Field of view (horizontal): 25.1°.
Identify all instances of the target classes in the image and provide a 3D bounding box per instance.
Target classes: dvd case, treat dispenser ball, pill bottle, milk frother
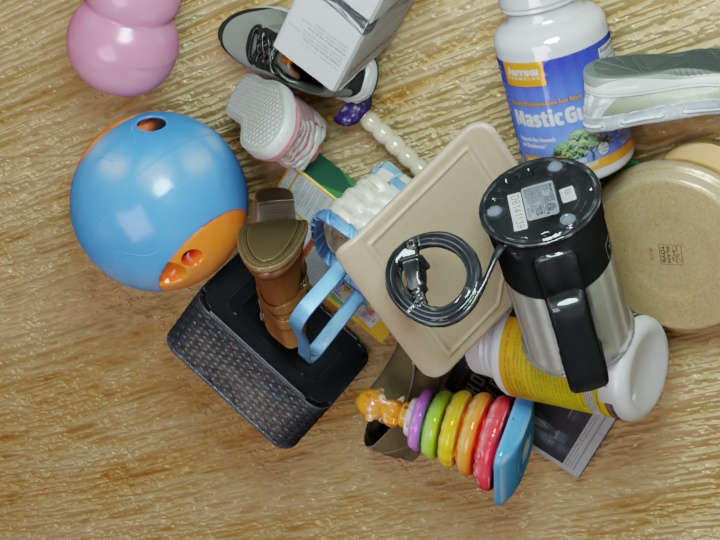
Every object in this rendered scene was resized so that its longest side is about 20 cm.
[{"bbox_3d":[0.192,0.125,1.807,0.199,0.025,0.151,32,129,9],"label":"dvd case"},{"bbox_3d":[-0.225,-0.077,1.812,0.200,0.201,0.202,15,125,22],"label":"treat dispenser ball"},{"bbox_3d":[0.211,0.086,1.682,0.199,0.109,0.110,10,123,36],"label":"pill bottle"},{"bbox_3d":[0.145,0.022,1.546,0.199,0.181,0.189,-3,135,21],"label":"milk frother"},{"bbox_3d":[0.191,-0.192,1.556,0.111,0.112,0.201,-2,117,31],"label":"pill bottle"}]

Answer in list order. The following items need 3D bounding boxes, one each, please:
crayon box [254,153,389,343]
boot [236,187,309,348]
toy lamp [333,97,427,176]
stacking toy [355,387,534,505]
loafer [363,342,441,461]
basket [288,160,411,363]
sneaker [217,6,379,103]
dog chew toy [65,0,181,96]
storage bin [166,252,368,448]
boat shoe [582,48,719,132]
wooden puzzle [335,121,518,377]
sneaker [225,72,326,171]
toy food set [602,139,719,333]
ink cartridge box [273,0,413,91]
[{"bbox_3d":[-0.017,-0.028,1.818,0.200,0.052,0.126,39,130,5],"label":"crayon box"},{"bbox_3d":[-0.091,0.015,1.733,0.076,0.200,0.156,-6,112,-5],"label":"boot"},{"bbox_3d":[0.061,-0.111,1.718,0.200,0.058,0.058,42,130,0],"label":"toy lamp"},{"bbox_3d":[0.088,0.171,1.782,0.199,0.117,0.110,14,145,15],"label":"stacking toy"},{"bbox_3d":[0.045,0.143,1.860,0.067,0.076,0.201,-5,126,-16],"label":"loafer"},{"bbox_3d":[0.000,0.000,1.669,0.139,0.200,0.176,42,170,10],"label":"basket"},{"bbox_3d":[-0.076,-0.230,1.692,0.199,0.079,0.074,23,109,33],"label":"sneaker"},{"bbox_3d":[-0.249,-0.293,1.753,0.124,0.124,0.201,24,120,15],"label":"dog chew toy"},{"bbox_3d":[-0.107,0.089,1.886,0.200,0.135,0.094,41,130,2],"label":"storage bin"},{"bbox_3d":[0.305,-0.163,1.498,0.200,0.075,0.065,-3,119,-3],"label":"boat shoe"},{"bbox_3d":[0.092,-0.021,1.601,0.185,0.200,0.037,53,170,-29],"label":"wooden puzzle"},{"bbox_3d":[-0.074,-0.146,1.698,0.104,0.200,0.076,34,97,-22],"label":"sneaker"},{"bbox_3d":[0.317,-0.028,1.624,0.197,0.049,0.201,-15,110,36],"label":"toy food set"},{"bbox_3d":[0.011,-0.294,1.577,0.083,0.145,0.200,36,130,5],"label":"ink cartridge box"}]
